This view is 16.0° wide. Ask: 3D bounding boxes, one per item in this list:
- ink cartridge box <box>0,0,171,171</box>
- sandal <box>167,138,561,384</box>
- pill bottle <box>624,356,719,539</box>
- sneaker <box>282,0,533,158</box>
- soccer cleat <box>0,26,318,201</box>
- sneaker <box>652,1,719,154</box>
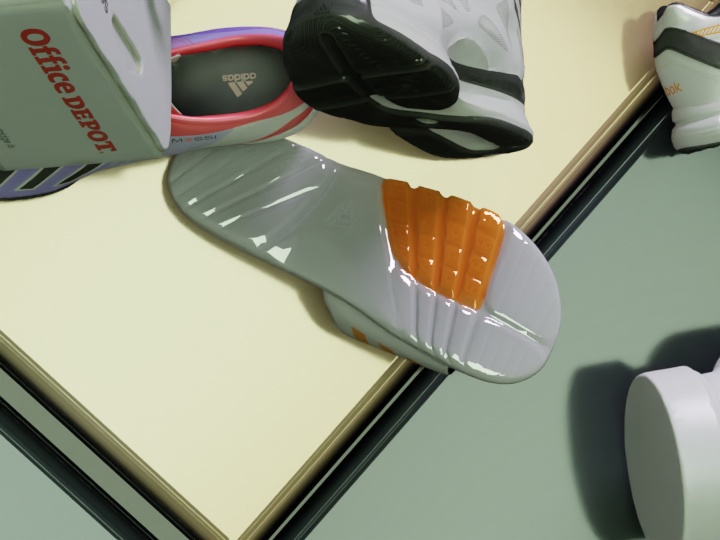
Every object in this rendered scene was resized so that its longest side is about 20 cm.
[{"bbox_3d":[-0.195,-0.107,1.123,0.199,0.147,0.083,-3,65,11],"label":"ink cartridge box"},{"bbox_3d":[0.004,-0.007,1.245,0.206,0.059,0.079,27,68,12],"label":"sandal"},{"bbox_3d":[0.237,0.082,1.253,0.199,0.116,0.116,-8,91,-9],"label":"pill bottle"},{"bbox_3d":[0.021,-0.129,1.196,0.075,0.200,0.116,-6,76,25],"label":"sneaker"},{"bbox_3d":[-0.115,-0.079,1.203,0.199,0.073,0.069,-10,84,-2],"label":"soccer cleat"},{"bbox_3d":[0.237,-0.128,1.276,0.199,0.074,0.080,-22,91,-10],"label":"sneaker"}]
